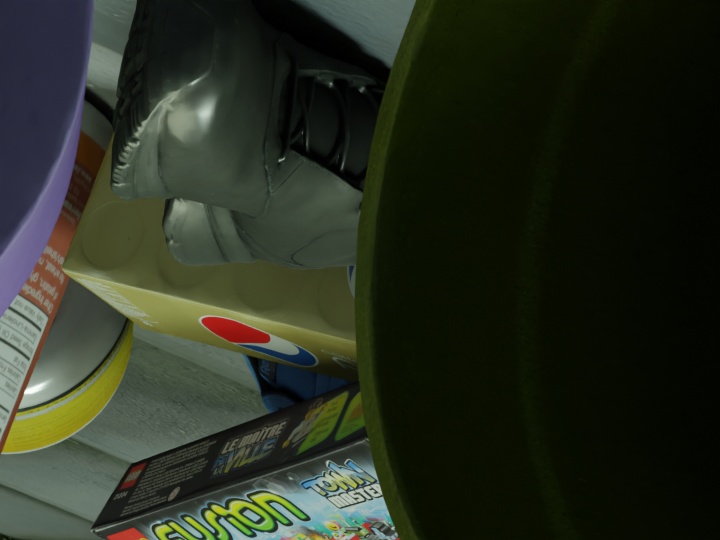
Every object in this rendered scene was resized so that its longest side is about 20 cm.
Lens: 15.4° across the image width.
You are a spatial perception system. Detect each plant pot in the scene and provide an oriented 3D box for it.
[{"bbox_3d":[0.135,0.002,0.500,0.192,0.201,0.200,16,173,-39],"label":"plant pot"}]

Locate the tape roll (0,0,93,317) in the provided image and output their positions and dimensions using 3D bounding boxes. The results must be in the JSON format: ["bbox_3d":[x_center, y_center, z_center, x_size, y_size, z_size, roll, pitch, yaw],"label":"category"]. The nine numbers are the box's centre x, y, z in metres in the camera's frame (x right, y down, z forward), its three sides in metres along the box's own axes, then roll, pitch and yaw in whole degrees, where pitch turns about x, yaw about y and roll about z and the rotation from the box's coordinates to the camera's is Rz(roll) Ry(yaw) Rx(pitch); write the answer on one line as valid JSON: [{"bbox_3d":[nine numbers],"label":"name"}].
[{"bbox_3d":[-0.165,-0.056,0.645,0.199,0.201,0.085,21,167,-4],"label":"tape roll"}]

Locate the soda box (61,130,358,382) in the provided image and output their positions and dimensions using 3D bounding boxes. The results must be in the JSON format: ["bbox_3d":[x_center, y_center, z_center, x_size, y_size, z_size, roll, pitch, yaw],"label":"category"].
[{"bbox_3d":[0.000,0.000,0.924,0.199,0.068,0.064,13,166,27],"label":"soda box"}]

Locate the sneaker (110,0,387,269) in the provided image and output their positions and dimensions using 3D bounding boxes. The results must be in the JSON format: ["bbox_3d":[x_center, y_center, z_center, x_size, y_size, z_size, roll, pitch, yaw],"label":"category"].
[{"bbox_3d":[-0.022,-0.044,0.804,0.090,0.076,0.200,8,173,8],"label":"sneaker"}]

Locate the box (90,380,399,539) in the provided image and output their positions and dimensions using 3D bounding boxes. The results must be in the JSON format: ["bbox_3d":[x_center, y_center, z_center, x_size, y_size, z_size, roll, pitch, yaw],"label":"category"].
[{"bbox_3d":[-0.005,0.098,0.957,0.110,0.035,0.200,41,148,-17],"label":"box"}]

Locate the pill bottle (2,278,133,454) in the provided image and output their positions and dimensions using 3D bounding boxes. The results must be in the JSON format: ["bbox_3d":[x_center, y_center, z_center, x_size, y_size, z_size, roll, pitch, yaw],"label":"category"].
[{"bbox_3d":[-0.153,0.018,1.139,0.112,0.112,0.200,20,167,-1],"label":"pill bottle"}]

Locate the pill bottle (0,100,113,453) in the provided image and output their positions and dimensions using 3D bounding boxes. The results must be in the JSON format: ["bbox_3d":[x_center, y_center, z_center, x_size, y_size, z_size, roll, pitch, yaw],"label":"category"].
[{"bbox_3d":[-0.173,0.020,0.976,0.112,0.201,0.112,19,168,4],"label":"pill bottle"}]

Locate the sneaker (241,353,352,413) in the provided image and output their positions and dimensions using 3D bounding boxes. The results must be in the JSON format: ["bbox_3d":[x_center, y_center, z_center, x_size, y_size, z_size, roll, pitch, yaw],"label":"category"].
[{"bbox_3d":[0.000,0.059,1.034,0.078,0.066,0.200,21,-164,-35],"label":"sneaker"}]
